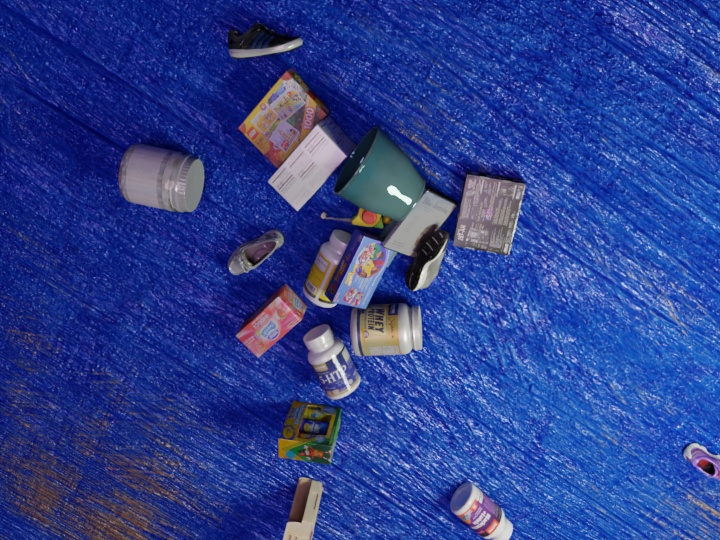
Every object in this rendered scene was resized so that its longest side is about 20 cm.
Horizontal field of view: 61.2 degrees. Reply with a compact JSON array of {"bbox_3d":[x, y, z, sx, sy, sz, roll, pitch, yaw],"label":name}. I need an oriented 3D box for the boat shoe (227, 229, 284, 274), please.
[{"bbox_3d":[-0.310,-0.047,1.763,0.199,0.065,0.075,-28,106,18],"label":"boat shoe"}]

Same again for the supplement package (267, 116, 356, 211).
[{"bbox_3d":[-0.123,-0.281,1.592,0.111,0.156,0.200,43,111,-9],"label":"supplement package"}]

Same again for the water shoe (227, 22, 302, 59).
[{"bbox_3d":[-0.245,-0.584,1.533,0.195,0.072,0.081,-5,110,10],"label":"water shoe"}]

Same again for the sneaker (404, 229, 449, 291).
[{"bbox_3d":[0.194,-0.030,1.693,0.078,0.074,0.202,-1,132,-36],"label":"sneaker"}]

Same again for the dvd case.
[{"bbox_3d":[0.162,-0.125,1.642,0.141,0.018,0.201,15,121,-44],"label":"dvd case"}]

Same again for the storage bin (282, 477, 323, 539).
[{"bbox_3d":[-0.198,0.838,2.031,0.092,0.201,0.202,14,114,0],"label":"storage bin"}]

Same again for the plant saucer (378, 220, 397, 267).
[{"bbox_3d":[0.096,-0.102,1.708,0.069,0.019,0.202,30,114,-4],"label":"plant saucer"}]

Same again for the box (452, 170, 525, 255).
[{"bbox_3d":[0.342,-0.153,1.637,0.156,0.044,0.204,9,113,5],"label":"box"}]

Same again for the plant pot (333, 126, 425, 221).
[{"bbox_3d":[0.059,-0.232,1.575,0.186,0.201,0.201,32,113,-17],"label":"plant pot"}]

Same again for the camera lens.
[{"bbox_3d":[-0.546,-0.251,1.663,0.195,0.161,0.163,12,114,3],"label":"camera lens"}]

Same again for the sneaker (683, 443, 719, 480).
[{"bbox_3d":[1.059,0.597,1.815,0.196,0.084,0.082,24,114,-3],"label":"sneaker"}]

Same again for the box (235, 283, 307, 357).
[{"bbox_3d":[-0.265,0.151,1.821,0.199,0.095,0.103,-40,103,20],"label":"box"}]

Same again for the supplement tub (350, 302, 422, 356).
[{"bbox_3d":[0.077,0.169,1.751,0.195,0.145,0.148,-4,112,9],"label":"supplement tub"}]

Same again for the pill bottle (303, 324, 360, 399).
[{"bbox_3d":[-0.091,0.271,1.831,0.118,0.120,0.203,-21,107,16],"label":"pill bottle"}]

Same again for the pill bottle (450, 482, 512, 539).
[{"bbox_3d":[0.396,0.793,1.975,0.199,0.112,0.112,41,112,-9],"label":"pill bottle"}]

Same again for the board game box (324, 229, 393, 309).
[{"bbox_3d":[0.000,0.000,1.669,0.133,0.045,0.203,14,107,-44],"label":"board game box"}]

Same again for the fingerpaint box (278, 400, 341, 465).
[{"bbox_3d":[-0.154,0.498,1.888,0.163,0.201,0.075,7,112,6],"label":"fingerpaint box"}]

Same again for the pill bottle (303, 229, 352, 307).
[{"bbox_3d":[-0.079,-0.007,1.720,0.111,0.113,0.203,25,114,-3],"label":"pill bottle"}]

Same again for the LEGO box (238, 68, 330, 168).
[{"bbox_3d":[-0.198,-0.398,1.598,0.149,0.077,0.200,43,111,-10],"label":"LEGO box"}]

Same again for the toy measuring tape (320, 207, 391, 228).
[{"bbox_3d":[-0.010,-0.163,1.672,0.195,0.074,0.075,9,113,4],"label":"toy measuring tape"}]
